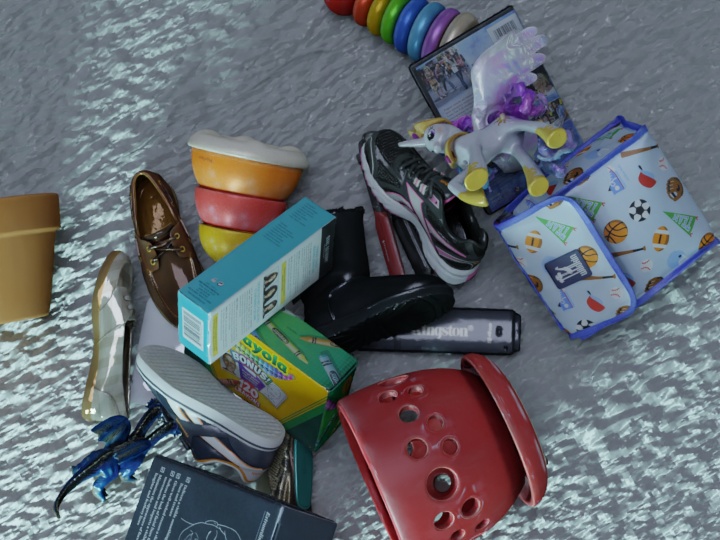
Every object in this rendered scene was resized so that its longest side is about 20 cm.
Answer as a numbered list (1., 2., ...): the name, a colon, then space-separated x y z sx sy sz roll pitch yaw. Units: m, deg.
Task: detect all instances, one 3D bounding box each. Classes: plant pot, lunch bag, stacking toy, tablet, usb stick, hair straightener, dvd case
1. plant pot: 0.090 0.196 1.623 0.181 0.201 0.202 -25 74 -8
2. lunch bag: 0.269 -0.043 1.672 0.199 0.124 0.171 -35 103 0
3. stacking toy: -0.147 -0.057 1.767 0.144 0.146 0.203 13 96 10
4. tablet: -0.167 0.105 1.768 0.197 0.014 0.132 7 77 9
5. usb stick: 0.086 0.069 1.736 0.197 0.033 0.056 2 75 7
6. plant pot: -0.440 -0.006 1.749 0.197 0.200 0.142 -8 92 5
7. hair straightener: 0.046 -0.079 1.784 0.076 0.041 0.202 -10 67 -23
8. stacking toy: 0.040 -0.304 1.817 0.198 0.085 0.086 27 80 18
9. dvd case: 0.162 -0.186 1.757 0.142 0.018 0.201 -30 100 -1

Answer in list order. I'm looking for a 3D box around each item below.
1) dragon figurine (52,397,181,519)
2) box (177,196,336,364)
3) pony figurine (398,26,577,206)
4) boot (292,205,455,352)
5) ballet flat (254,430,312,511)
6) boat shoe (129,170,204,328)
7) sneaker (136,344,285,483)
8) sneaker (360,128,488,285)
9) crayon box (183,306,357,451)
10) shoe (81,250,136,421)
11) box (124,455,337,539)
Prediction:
1. dragon figurine: -0.275 0.203 1.692 0.059 0.199 0.100 43 122 17
2. box: -0.110 0.009 1.620 0.049 0.083 0.200 33 52 24
3. pony figurine: 0.155 -0.152 1.662 0.191 0.168 0.200 -27 31 -8
4. boot: 0.001 0.000 1.717 0.196 0.073 0.164 -22 59 17
5. ballet flat: -0.083 0.281 1.694 0.075 0.068 0.202 -18 67 24
6. boat shoe: -0.234 -0.026 1.776 0.071 0.068 0.202 -20 71 0
7. sneaker: -0.181 0.165 1.694 0.199 0.078 0.080 34 117 19
8. sneaker: 0.085 -0.087 1.727 0.080 0.086 0.201 -36 83 -31
9. crayon box: -0.103 0.097 1.684 0.199 0.119 0.058 35 52 17
10. shoe: -0.285 0.078 1.762 0.053 0.070 0.203 6 85 10
11. box: -0.148 0.305 1.624 0.198 0.107 0.150 15 81 38
